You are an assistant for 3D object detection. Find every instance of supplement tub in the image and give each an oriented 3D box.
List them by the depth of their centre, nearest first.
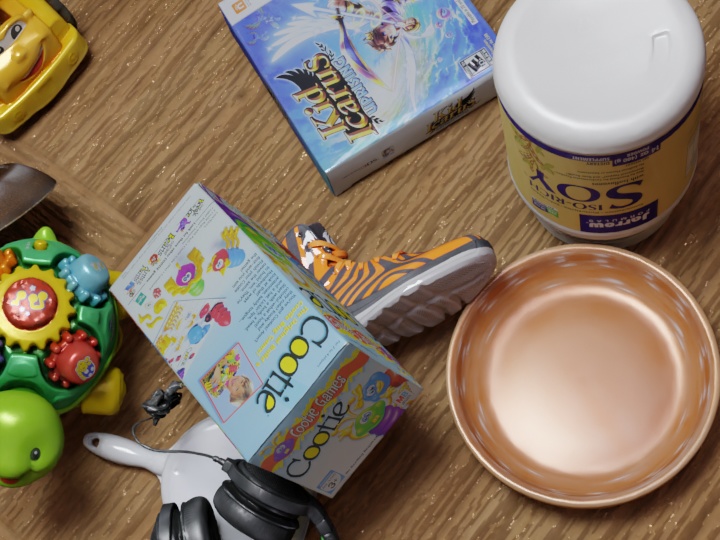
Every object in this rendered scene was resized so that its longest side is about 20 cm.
[{"bbox_3d":[0.174,-0.111,0.992,0.144,0.200,0.147,-4,66,10],"label":"supplement tub"}]

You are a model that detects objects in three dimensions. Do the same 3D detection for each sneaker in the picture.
[{"bbox_3d":[0.000,0.000,1.032,0.199,0.078,0.113,-28,62,14],"label":"sneaker"}]

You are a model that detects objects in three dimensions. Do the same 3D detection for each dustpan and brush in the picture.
[{"bbox_3d":[-0.125,0.153,1.028,0.198,0.057,0.141,15,83,10],"label":"dustpan and brush"}]

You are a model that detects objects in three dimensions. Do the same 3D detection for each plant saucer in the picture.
[{"bbox_3d":[0.163,0.079,1.004,0.198,0.038,0.202,-4,67,9],"label":"plant saucer"},{"bbox_3d":[-0.336,-0.035,1.080,0.199,0.200,0.032,-28,106,-1],"label":"plant saucer"}]

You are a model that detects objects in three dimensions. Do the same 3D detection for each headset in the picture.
[{"bbox_3d":[-0.094,0.173,0.964,0.123,0.094,0.201,-32,95,2],"label":"headset"}]

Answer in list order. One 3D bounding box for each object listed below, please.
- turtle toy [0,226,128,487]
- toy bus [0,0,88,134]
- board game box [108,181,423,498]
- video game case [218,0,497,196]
[{"bbox_3d":[-0.241,0.060,0.995,0.144,0.101,0.202,5,70,-9],"label":"turtle toy"},{"bbox_3d":[-0.354,-0.239,1.159,0.199,0.192,0.136,37,77,21],"label":"toy bus"},{"bbox_3d":[-0.069,0.047,0.957,0.105,0.103,0.200,-49,51,5],"label":"board game box"},{"bbox_3d":[0.003,-0.191,1.147,0.180,0.045,0.201,-32,65,-2],"label":"video game case"}]
